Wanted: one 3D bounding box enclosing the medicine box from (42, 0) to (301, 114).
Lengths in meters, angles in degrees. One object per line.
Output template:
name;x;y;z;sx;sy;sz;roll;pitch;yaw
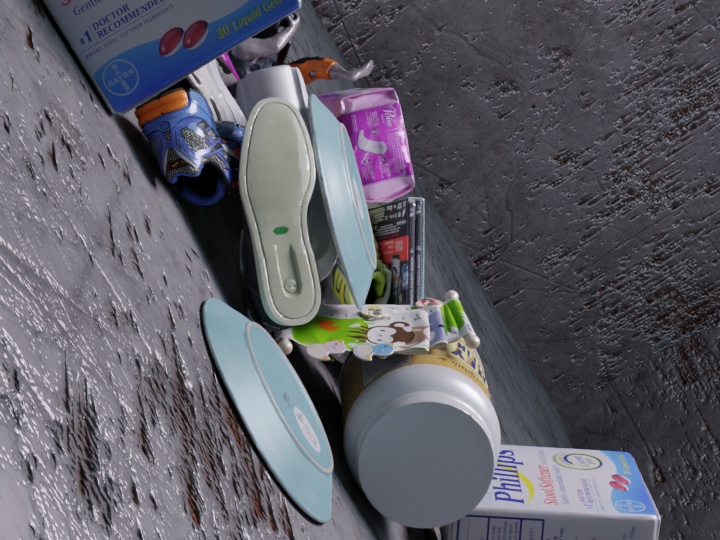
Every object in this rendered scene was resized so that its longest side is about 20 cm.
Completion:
medicine box;-0.171;-0.263;1.408;0.201;0.181;0.103;59;8;-18

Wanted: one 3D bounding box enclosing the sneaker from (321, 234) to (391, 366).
sneaker;0.000;0.000;1.782;0.075;0.076;0.202;28;48;-42

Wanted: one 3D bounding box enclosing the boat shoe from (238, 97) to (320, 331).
boat shoe;-0.078;-0.048;1.503;0.068;0.071;0.202;155;-67;-65

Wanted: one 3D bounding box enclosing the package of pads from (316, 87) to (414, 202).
package of pads;-0.001;-0.142;1.966;0.200;0.075;0.122;-155;-128;-76

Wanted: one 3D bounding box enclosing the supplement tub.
supplement tub;0.054;0.138;1.611;0.145;0.144;0.200;59;8;-18

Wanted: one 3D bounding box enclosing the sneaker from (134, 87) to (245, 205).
sneaker;-0.136;-0.088;1.505;0.200;0.075;0.079;30;45;-66

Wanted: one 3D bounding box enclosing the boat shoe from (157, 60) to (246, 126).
boat shoe;-0.153;-0.150;1.573;0.201;0.071;0.066;80;28;-52

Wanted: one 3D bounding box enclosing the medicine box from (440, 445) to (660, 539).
medicine box;0.181;0.253;1.733;0.182;0.198;0.104;-89;-177;-76

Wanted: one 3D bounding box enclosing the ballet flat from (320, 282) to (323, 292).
ballet flat;0.006;0.044;1.892;0.075;0.064;0.201;-27;87;-44

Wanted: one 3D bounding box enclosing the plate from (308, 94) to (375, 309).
plate;-0.013;-0.065;1.598;0.200;0.025;0.202;-14;90;-85

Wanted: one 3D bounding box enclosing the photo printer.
photo printer;-0.070;-0.086;1.699;0.166;0.069;0.202;137;-60;-85

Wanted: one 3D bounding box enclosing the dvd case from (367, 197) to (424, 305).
dvd case;0.033;0.031;1.790;0.146;0.022;0.202;168;-76;-73

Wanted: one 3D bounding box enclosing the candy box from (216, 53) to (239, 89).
candy box;-0.199;-0.265;1.658;0.201;0.061;0.136;62;8;33

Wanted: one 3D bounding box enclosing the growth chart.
growth chart;0.012;0.051;1.603;0.145;0.198;0.018;-122;-146;-66

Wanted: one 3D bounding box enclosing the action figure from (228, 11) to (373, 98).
action figure;-0.087;-0.219;1.811;0.105;0.192;0.201;-55;165;-43

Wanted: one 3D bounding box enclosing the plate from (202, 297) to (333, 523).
plate;-0.065;0.106;1.385;0.201;0.025;0.200;59;7;-11
